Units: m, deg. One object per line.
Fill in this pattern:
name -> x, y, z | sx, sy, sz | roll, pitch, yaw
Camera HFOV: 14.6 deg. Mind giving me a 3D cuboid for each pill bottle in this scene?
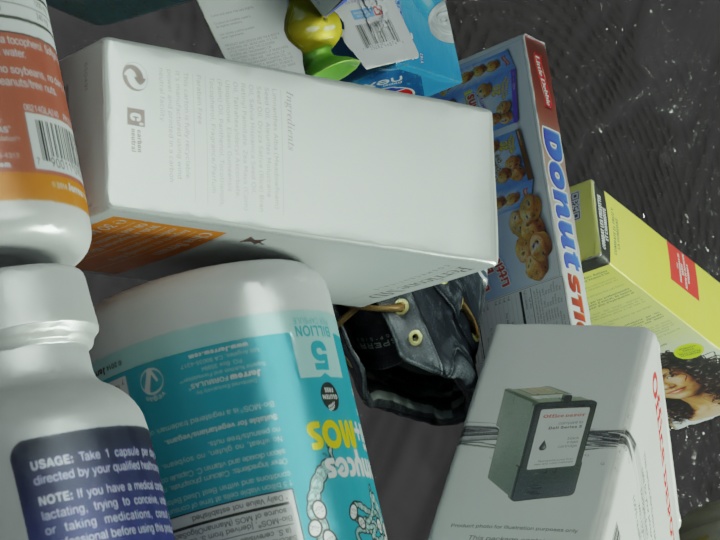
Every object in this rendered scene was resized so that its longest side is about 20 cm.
pill bottle -> -0.046, 0.104, 1.146 | 0.111, 0.110, 0.202 | 3, 70, -57
pill bottle -> -0.123, 0.107, 1.017 | 0.115, 0.115, 0.202 | 2, 72, -57
pill bottle -> -0.173, -0.090, 1.057 | 0.112, 0.112, 0.202 | 7, 66, -56

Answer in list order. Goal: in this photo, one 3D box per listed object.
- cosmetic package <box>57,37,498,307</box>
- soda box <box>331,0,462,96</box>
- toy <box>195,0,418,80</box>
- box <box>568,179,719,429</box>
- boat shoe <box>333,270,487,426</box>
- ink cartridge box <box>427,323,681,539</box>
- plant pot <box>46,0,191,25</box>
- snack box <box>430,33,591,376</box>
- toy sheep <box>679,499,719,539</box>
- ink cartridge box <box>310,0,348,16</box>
cosmetic package -> -0.049, -0.036, 1.174 | 0.199, 0.101, 0.072 | 7, 74, -36
soda box -> -0.011, -0.180, 1.409 | 0.064, 0.068, 0.202 | 9, 65, -55
toy -> -0.063, -0.171, 1.330 | 0.115, 0.047, 0.201 | -16, 73, -42
box -> 0.152, 0.022, 1.547 | 0.200, 0.075, 0.050 | 34, 45, -43
boat shoe -> 0.000, 0.000, 1.317 | 0.200, 0.070, 0.092 | 34, 45, -46
ink cartridge box -> 0.091, 0.142, 1.324 | 0.201, 0.083, 0.146 | -69, 155, -49
plant pot -> -0.096, -0.220, 1.176 | 0.201, 0.195, 0.197 | 60, 37, -27
snack box -> 0.075, -0.017, 1.447 | 0.024, 0.072, 0.202 | 19, 57, -51
toy sheep -> 0.209, 0.182, 1.489 | 0.138, 0.137, 0.200 | 60, 22, -16
ink cartridge box -> -0.041, -0.223, 1.314 | 0.200, 0.044, 0.094 | 52, 48, 2
